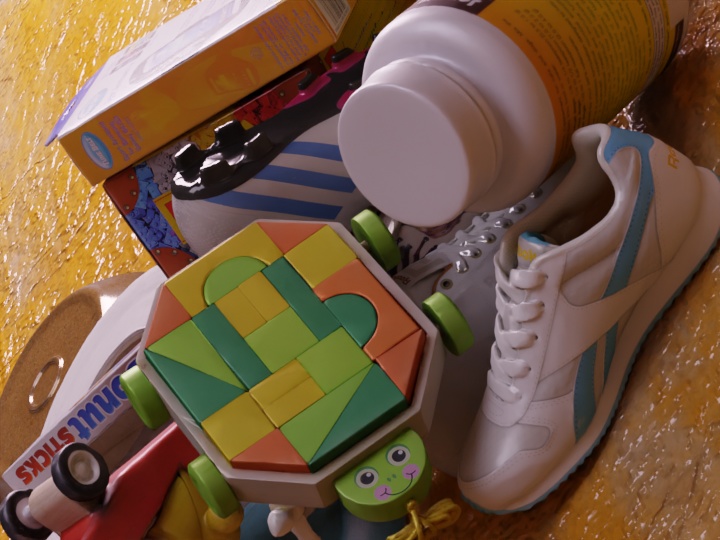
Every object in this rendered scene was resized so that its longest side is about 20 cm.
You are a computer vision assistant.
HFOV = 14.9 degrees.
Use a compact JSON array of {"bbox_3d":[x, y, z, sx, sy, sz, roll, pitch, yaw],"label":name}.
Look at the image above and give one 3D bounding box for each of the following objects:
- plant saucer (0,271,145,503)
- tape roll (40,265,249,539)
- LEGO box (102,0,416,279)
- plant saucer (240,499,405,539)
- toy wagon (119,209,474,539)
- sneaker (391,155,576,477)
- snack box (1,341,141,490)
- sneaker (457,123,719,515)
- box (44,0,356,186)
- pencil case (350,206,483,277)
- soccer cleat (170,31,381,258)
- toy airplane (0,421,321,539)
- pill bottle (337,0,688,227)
[{"bbox_3d":[-0.203,0.085,1.885,0.200,0.035,0.201,-43,32,34],"label":"plant saucer"},{"bbox_3d":[-0.121,0.097,1.681,0.202,0.071,0.203,-44,30,33],"label":"tape roll"},{"bbox_3d":[-0.048,-0.095,1.621,0.148,0.077,0.200,-27,18,24],"label":"LEGO box"},{"bbox_3d":[-0.046,0.185,1.502,0.200,0.027,0.201,-42,32,34],"label":"plant saucer"},{"bbox_3d":[-0.020,0.056,1.347,0.155,0.040,0.200,-34,52,-10],"label":"toy wagon"},{"bbox_3d":[0.063,0.000,1.421,0.073,0.084,0.201,-1,62,63],"label":"sneaker"},{"bbox_3d":[-0.131,0.062,1.588,0.200,0.024,0.072,-41,2,38],"label":"snack box"},{"bbox_3d":[0.094,0.023,1.340,0.201,0.080,0.076,-61,27,3],"label":"sneaker"},{"bbox_3d":[-0.089,-0.120,1.565,0.199,0.042,0.119,-31,17,25],"label":"box"},{"bbox_3d":[0.000,0.000,1.543,0.090,0.078,0.200,-53,22,-19],"label":"pencil case"},{"bbox_3d":[-0.010,-0.061,1.478,0.199,0.087,0.070,-29,29,-15],"label":"soccer cleat"},{"bbox_3d":[-0.079,0.124,1.466,0.199,0.141,0.200,-39,-1,0],"label":"toy airplane"},{"bbox_3d":[0.075,-0.102,1.379,0.109,0.110,0.200,-31,7,46],"label":"pill bottle"}]
